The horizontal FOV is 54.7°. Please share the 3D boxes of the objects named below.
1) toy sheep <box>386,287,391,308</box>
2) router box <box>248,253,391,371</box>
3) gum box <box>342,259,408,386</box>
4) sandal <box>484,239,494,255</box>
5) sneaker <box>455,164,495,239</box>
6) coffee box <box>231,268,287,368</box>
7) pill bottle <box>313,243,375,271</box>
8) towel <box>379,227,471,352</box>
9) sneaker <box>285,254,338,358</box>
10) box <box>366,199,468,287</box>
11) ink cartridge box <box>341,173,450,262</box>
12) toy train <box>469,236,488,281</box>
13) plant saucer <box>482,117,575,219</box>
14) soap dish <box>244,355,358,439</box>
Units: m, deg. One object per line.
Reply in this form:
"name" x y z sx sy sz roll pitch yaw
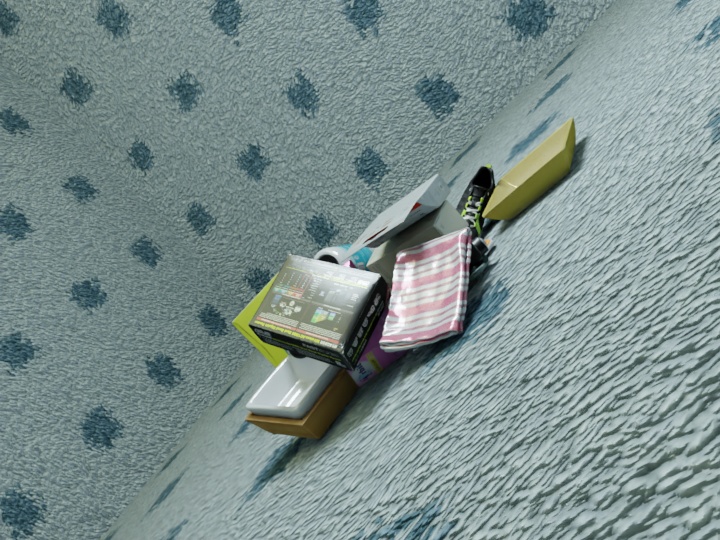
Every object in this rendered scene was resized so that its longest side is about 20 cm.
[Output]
"toy sheep" 0.018 0.090 1.321 0.200 0.138 0.138 -41 3 -36
"router box" -0.066 0.065 1.152 0.197 0.062 0.151 13 61 32
"gum box" -0.012 0.084 1.200 0.113 0.066 0.201 -35 49 -2
"sandal" 0.177 -0.030 1.319 0.079 0.059 0.206 -48 6 -31
"sneaker" 0.223 -0.134 1.399 0.083 0.071 0.202 84 -155 -54
"coffee box" -0.152 0.131 1.665 0.200 0.200 0.198 -46 -10 -4
"pill bottle" 0.000 0.000 1.424 0.198 0.112 0.111 -10 -23 -48
"towel" 0.103 0.027 1.088 0.145 0.030 0.203 -19 45 36
"sneaker" -0.108 0.067 1.337 0.120 0.083 0.203 -2 64 63
"box" 0.105 -0.047 1.314 0.199 0.068 0.083 -30 22 46
"ink cartridge box" 0.066 -0.081 1.249 0.159 0.047 0.200 -32 13 36
"toy train" 0.137 0.020 1.189 0.200 0.085 0.114 -45 -4 4
"plant saucer" 0.332 -0.181 1.318 0.200 0.048 0.200 -41 7 34
"soap dish" -0.103 0.226 1.259 0.198 0.082 0.158 -10 32 51
